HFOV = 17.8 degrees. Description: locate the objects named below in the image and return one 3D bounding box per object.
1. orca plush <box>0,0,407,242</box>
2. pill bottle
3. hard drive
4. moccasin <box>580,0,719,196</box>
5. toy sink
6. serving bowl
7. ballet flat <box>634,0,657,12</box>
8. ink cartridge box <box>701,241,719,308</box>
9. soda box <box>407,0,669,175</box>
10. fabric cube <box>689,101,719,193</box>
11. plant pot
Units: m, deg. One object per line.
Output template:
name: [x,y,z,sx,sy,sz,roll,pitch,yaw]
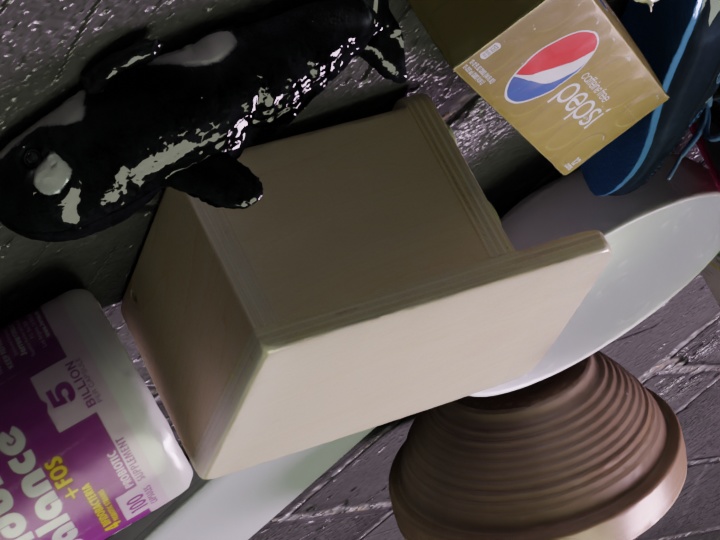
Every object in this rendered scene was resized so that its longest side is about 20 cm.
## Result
orca plush: [-0.058,-0.051,0.972,0.199,0.071,0.105,-21,158,-30]
pill bottle: [-0.188,0.103,1.080,0.199,0.113,0.112,-31,161,-7]
hard drive: [-0.091,0.148,1.468,0.200,0.026,0.131,-43,158,27]
moccasin: [0.168,-0.103,1.175,0.068,0.081,0.200,-11,154,-22]
toy sink: [0.000,0.000,1.126,0.199,0.113,0.131,-16,155,-27]
serving bowl: [0.125,-0.009,1.362,0.199,0.066,0.200,-29,161,-11]
ballet flat: [0.156,-0.189,0.984,0.075,0.064,0.200,-20,156,-35]
ink cartridge box: [0.281,0.045,1.465,0.048,0.201,0.146,-32,-160,-3]
soda box: [0.081,-0.109,1.059,0.068,0.064,0.200,-36,161,9]
fabric cube: [0.335,-0.053,1.287,0.200,0.197,0.199,-41,133,23]
plant pot: [0.108,0.103,1.502,0.200,0.201,0.093,-25,118,-19]
